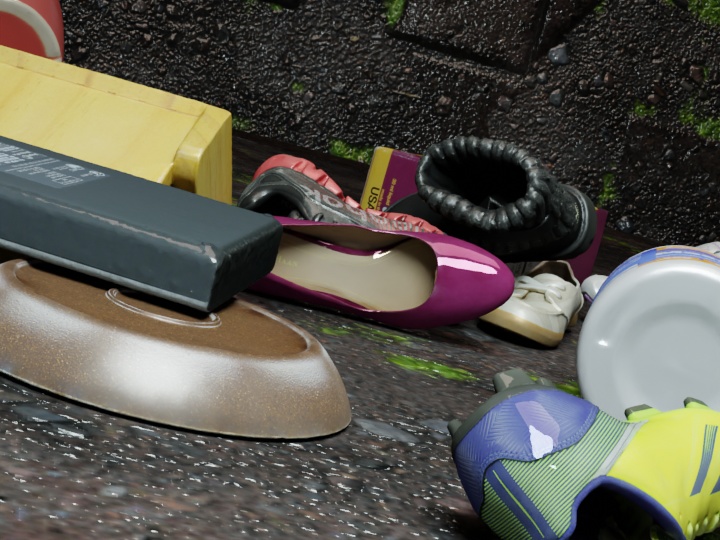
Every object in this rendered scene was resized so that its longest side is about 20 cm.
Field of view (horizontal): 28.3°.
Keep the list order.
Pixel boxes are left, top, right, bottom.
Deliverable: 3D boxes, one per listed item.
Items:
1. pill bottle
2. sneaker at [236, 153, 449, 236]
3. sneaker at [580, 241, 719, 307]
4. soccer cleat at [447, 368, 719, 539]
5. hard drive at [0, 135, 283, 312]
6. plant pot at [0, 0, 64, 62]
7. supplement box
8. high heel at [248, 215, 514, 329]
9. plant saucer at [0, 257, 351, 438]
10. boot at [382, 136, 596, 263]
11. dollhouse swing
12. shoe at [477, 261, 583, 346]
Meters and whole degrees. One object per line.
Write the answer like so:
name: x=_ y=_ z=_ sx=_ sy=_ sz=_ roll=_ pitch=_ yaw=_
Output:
pill bottle: x=0.186 y=0.043 z=0.842 sx=0.111 sy=0.114 sz=0.200 roll=16 pitch=8 yaw=10
sneaker: x=-0.010 y=-0.015 z=1.054 sx=0.199 sy=0.072 sz=0.098 roll=28 pitch=27 yaw=14
sneaker: x=0.288 y=0.014 z=1.328 sx=0.198 sy=0.101 sz=0.075 roll=10 pitch=11 yaw=-30
soccer cleat: x=0.114 y=0.094 z=0.584 sx=0.199 sy=0.065 sz=0.084 roll=14 pitch=35 yaw=-44
hard drive: x=-0.148 y=-0.032 z=0.741 sx=0.197 sy=0.033 sz=0.140 roll=17 pitch=11 yaw=7
plant pot: x=-0.397 y=-0.236 z=1.497 sx=0.198 sy=0.203 sz=0.177 roll=11 pitch=18 yaw=-27
supplement box: x=0.110 y=-0.038 z=1.327 sx=0.198 sy=0.105 sz=0.131 roll=19 pitch=7 yaw=23
high heel: x=0.000 y=0.000 z=0.946 sx=0.197 sy=0.069 sz=0.096 roll=2 pitch=-7 yaw=15
plant saucer: x=-0.096 y=0.030 z=0.671 sx=0.197 sy=0.033 sz=0.200 roll=16 pitch=8 yaw=-2
boot: x=0.071 y=-0.046 z=1.125 sx=0.208 sy=0.081 sz=0.157 roll=-11 pitch=-13 yaw=27
dollhouse swing: x=-0.202 y=-0.033 z=0.910 sx=0.197 sy=0.177 sz=0.183 roll=16 pitch=-34 yaw=6
shoe: x=0.139 y=0.021 z=1.138 sx=0.069 sy=0.054 sz=0.200 roll=17 pitch=7 yaw=14
